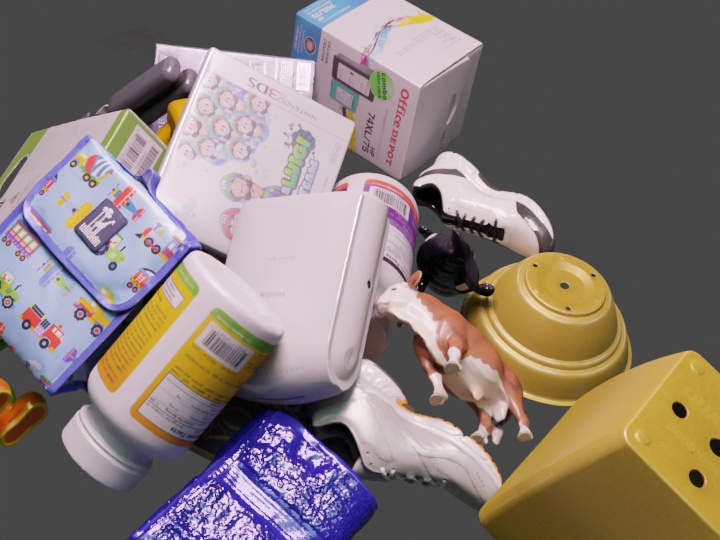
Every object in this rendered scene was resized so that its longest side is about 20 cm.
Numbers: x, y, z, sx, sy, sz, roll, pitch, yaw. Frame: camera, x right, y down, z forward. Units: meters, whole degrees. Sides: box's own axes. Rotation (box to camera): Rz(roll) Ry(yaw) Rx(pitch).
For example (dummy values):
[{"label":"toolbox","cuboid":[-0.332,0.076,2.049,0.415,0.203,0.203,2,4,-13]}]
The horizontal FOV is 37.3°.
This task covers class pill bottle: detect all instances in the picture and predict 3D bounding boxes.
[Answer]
[{"label":"pill bottle","cuboid":[0.000,0.000,1.134,0.109,0.113,0.202,12,44,0]},{"label":"pill bottle","cuboid":[-0.169,0.093,0.942,0.201,0.111,0.111,-49,61,4]}]

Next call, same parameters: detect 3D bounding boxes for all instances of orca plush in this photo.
[{"label":"orca plush","cuboid":[0.088,0.012,1.124,0.105,0.200,0.071,43,87,-10]}]

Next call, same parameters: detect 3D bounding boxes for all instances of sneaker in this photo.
[{"label":"sneaker","cuboid":[0.039,0.175,0.997,0.199,0.076,0.092,35,61,11]},{"label":"sneaker","cuboid":[0.143,-0.063,1.269,0.080,0.075,0.199,-33,52,-31]}]

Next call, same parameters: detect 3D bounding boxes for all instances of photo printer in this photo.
[{"label":"photo printer","cuboid":[-0.064,0.028,1.022,0.164,0.069,0.203,-2,65,34]}]

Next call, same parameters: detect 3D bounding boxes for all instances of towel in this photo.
[{"label":"towel","cuboid":[-0.094,0.218,0.924,0.147,0.050,0.200,34,53,20]}]

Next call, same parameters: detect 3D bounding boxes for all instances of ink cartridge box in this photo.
[{"label":"ink cartridge box","cuboid":[-0.313,-0.083,1.141,0.198,0.076,0.150,-2,53,44]},{"label":"ink cartridge box","cuboid":[0.027,-0.247,1.364,0.199,0.148,0.146,33,47,21]}]

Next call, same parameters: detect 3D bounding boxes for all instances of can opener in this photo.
[{"label":"can opener","cuboid":[-0.261,-0.168,1.209,0.053,0.198,0.068,29,52,-37]}]

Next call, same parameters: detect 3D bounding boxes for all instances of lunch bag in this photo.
[{"label":"lunch bag","cuboid":[-0.246,-0.010,0.978,0.150,0.094,0.201,42,95,15]}]

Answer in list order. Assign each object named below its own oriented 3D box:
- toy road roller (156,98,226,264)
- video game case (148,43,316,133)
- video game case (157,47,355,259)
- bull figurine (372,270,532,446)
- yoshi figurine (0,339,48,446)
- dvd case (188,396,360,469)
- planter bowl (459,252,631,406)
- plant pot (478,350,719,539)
[{"label":"toy road roller","cuboid":[-0.161,-0.100,1.172,0.121,0.148,0.201,-13,49,-24]},{"label":"video game case","cuboid":[-0.156,-0.193,1.298,0.196,0.019,0.146,4,85,-7]},{"label":"video game case","cuboid":[-0.115,-0.108,1.132,0.180,0.024,0.203,25,72,-18]},{"label":"bull figurine","cuboid":[0.094,0.091,1.038,0.199,0.065,0.122,39,26,-25]},{"label":"yoshi figurine","cuboid":[-0.367,0.063,0.997,0.111,0.114,0.199,-20,49,-42]},{"label":"dvd case","cuboid":[-0.085,0.141,1.041,0.197,0.016,0.149,23,45,11]},{"label":"planter bowl","cuboid":[0.212,0.042,1.161,0.196,0.084,0.203,7,44,-7]},{"label":"plant pot","cuboid":[0.258,0.192,0.921,0.200,0.177,0.199,44,51,11]}]
